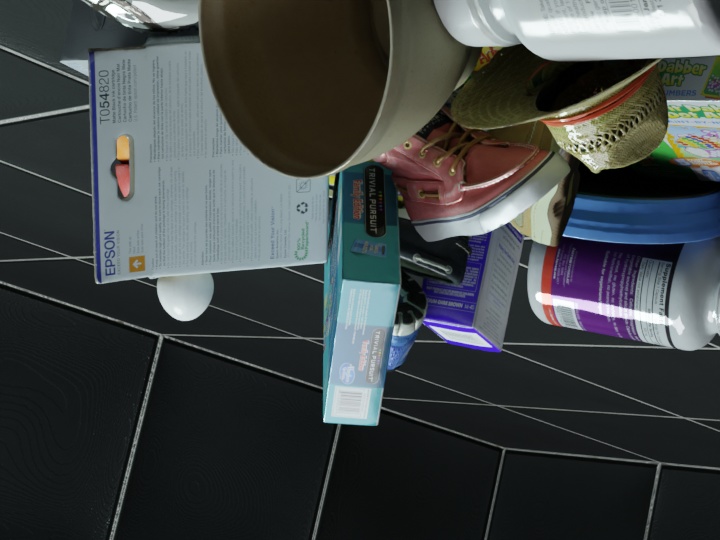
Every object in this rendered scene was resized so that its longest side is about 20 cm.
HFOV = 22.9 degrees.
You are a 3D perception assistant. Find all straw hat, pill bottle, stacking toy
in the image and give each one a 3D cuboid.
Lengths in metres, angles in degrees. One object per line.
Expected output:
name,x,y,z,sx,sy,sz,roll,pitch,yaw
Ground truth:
straw hat,0.165,-0.115,1.200,0.201,0.201,0.085,0,125,50
pill bottle,0.260,0.009,1.620,0.199,0.113,0.112,10,169,28
stacking toy,-0.155,-0.058,1.513,0.145,0.201,0.146,1,-176,0
pill bottle,0.147,-0.187,1.097,0.199,0.115,0.114,3,165,41

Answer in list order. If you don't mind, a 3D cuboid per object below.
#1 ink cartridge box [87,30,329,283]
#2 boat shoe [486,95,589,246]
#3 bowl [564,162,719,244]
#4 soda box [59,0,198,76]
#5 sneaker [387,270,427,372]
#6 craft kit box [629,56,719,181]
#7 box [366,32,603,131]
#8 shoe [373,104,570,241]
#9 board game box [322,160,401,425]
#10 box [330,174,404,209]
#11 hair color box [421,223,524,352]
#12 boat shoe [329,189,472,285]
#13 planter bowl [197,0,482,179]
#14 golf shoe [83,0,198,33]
ink cartridge box,-0.122,-0.094,1.432,0.199,0.201,0.041,-5,-157,-18
boat shoe,0.128,-0.089,1.351,0.076,0.072,0.200,19,147,12
bowl,0.233,-0.066,1.602,0.199,0.040,0.201,3,-166,-1
soda box,-0.163,-0.200,1.515,0.199,0.069,0.063,5,169,39
sneaker,0.005,0.020,1.646,0.078,0.090,0.200,4,-147,-15
craft kit box,0.281,-0.123,1.460,0.199,0.049,0.197,5,163,38
box,0.095,-0.147,1.361,0.199,0.038,0.137,-1,147,13
shoe,0.073,-0.080,1.311,0.091,0.071,0.200,54,158,-9
board game box,0.000,0.000,1.433,0.047,0.201,0.152,5,131,-5
box,-0.008,-0.089,1.572,0.117,0.049,0.200,14,168,-11
hair color box,0.113,-0.035,1.677,0.064,0.201,0.109,10,169,21
boat shoe,0.000,-0.032,1.578,0.199,0.061,0.076,10,171,5
planter bowl,0.000,-0.172,1.221,0.134,0.201,0.200,-14,-170,-41
golf shoe,-0.194,-0.237,1.351,0.199,0.078,0.095,12,169,-1
